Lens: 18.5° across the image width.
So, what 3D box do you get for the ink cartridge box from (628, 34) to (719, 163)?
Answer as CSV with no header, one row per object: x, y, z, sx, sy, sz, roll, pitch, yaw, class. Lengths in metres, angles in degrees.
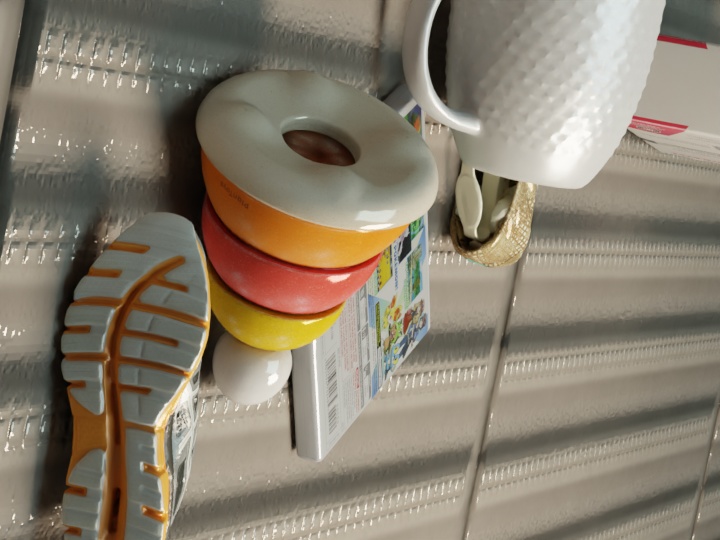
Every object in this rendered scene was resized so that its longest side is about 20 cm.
0.325,-0.150,2.015,0.200,0.144,0.085,18,86,-67,ink cartridge box

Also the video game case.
0.000,0.000,1.509,0.182,0.022,0.201,-48,142,-49,video game case

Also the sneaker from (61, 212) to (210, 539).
-0.121,0.065,1.214,0.077,0.078,0.201,-38,140,-75,sneaker

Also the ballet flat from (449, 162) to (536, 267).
0.104,-0.098,1.644,0.065,0.070,0.202,-10,109,-49,ballet flat

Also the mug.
0.111,-0.154,1.528,0.199,0.147,0.177,3,102,-39,mug

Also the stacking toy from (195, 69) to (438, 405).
-0.049,-0.005,1.309,0.146,0.146,0.201,-40,157,-54,stacking toy
